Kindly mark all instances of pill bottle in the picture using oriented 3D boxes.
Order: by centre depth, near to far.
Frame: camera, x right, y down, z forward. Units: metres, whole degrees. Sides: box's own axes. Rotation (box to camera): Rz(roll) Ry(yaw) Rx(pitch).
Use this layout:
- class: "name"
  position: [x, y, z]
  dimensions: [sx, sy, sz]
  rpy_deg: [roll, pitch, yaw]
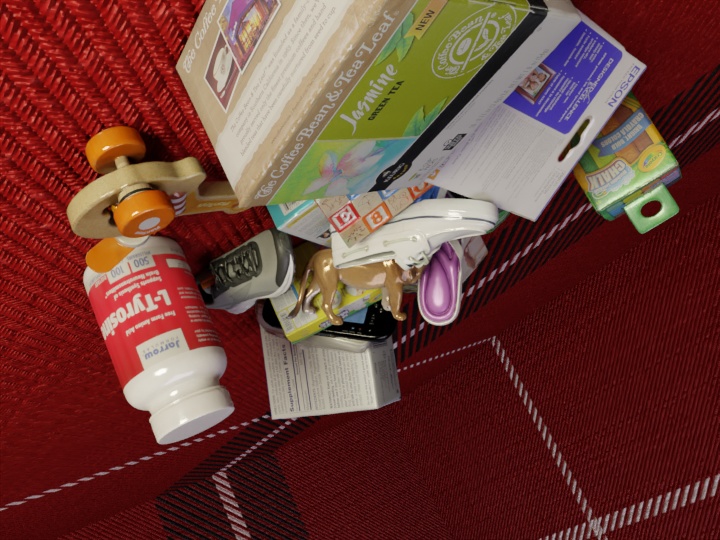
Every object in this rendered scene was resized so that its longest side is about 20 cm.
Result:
- class: "pill bottle"
  position: [-0.212, 0.075, 0.722]
  dimensions: [0.111, 0.202, 0.112]
  rpy_deg: [-25, 164, -8]

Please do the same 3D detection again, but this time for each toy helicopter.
- class: "toy helicopter"
  position: [-0.171, -0.058, 0.617]
  dimensions: [0.132, 0.079, 0.199]
  rpy_deg: [-39, 164, 36]

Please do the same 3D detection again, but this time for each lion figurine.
- class: "lion figurine"
  position: [0.000, 0.000, 0.860]
  dimensions: [0.197, 0.124, 0.073]
  rpy_deg: [-6, -162, -13]

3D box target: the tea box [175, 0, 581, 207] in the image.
- class: "tea box"
  position: [0.006, -0.161, 0.479]
  dimensions: [0.195, 0.135, 0.200]
  rpy_deg: [-12, 158, -41]

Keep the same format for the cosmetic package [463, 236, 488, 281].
- class: "cosmetic package"
  position: [0.127, -0.047, 1.046]
  dimensions: [0.087, 0.103, 0.200]
  rpy_deg: [-49, 163, 4]

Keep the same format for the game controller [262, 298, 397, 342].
- class: "game controller"
  position: [-0.041, 0.053, 0.979]
  dimensions: [0.197, 0.105, 0.043]
  rpy_deg: [6, 126, 12]

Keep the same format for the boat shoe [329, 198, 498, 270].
- class: "boat shoe"
  position: [0.056, -0.033, 0.736]
  dimensions: [0.198, 0.068, 0.073]
  rpy_deg: [-4, 169, 34]

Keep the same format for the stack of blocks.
- class: "stack of blocks"
  position: [0.034, -0.128, 0.676]
  dimensions: [0.199, 0.059, 0.115]
  rpy_deg: [-36, 141, -1]

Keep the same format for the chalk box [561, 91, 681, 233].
- class: "chalk box"
  position: [0.375, -0.154, 0.969]
  dimensions: [0.124, 0.202, 0.124]
  rpy_deg: [-34, 162, 22]

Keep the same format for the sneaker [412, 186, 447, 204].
- class: "sneaker"
  position: [0.061, -0.114, 0.792]
  dimensions: [0.089, 0.079, 0.201]
  rpy_deg: [23, 109, -37]

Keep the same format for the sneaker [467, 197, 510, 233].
- class: "sneaker"
  position: [0.179, -0.132, 0.840]
  dimensions: [0.201, 0.078, 0.085]
  rpy_deg: [-55, 170, -28]

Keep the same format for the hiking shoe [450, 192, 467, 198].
- class: "hiking shoe"
  position: [0.167, -0.137, 0.948]
  dimensions: [0.100, 0.076, 0.200]
  rpy_deg: [-41, 170, 4]

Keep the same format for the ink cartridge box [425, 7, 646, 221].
- class: "ink cartridge box"
  position: [0.162, -0.155, 0.663]
  dimensions: [0.199, 0.044, 0.199]
  rpy_deg: [12, 120, -41]

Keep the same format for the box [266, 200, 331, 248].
- class: "box"
  position: [-0.033, -0.075, 0.827]
  dimensions: [0.082, 0.050, 0.200]
  rpy_deg: [-33, 163, 15]

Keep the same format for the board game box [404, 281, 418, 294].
- class: "board game box"
  position: [0.034, 0.012, 1.037]
  dimensions: [0.197, 0.033, 0.120]
  rpy_deg: [7, 176, 18]

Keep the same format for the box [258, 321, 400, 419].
- class: "box"
  position: [-0.052, 0.138, 1.106]
  dimensions: [0.198, 0.186, 0.105]
  rpy_deg: [-11, 174, 25]

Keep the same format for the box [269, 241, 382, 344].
- class: "box"
  position: [-0.033, 0.004, 0.943]
  dimensions: [0.198, 0.118, 0.048]
  rpy_deg: [-27, 158, -1]

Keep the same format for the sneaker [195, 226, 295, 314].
- class: "sneaker"
  position: [-0.145, 0.006, 0.828]
  dimensions: [0.079, 0.075, 0.199]
  rpy_deg: [0, 158, -41]

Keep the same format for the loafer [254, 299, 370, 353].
- class: "loafer"
  position: [-0.072, 0.087, 1.029]
  dimensions: [0.070, 0.198, 0.070]
  rpy_deg: [-46, 144, -42]

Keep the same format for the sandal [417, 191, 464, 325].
- class: "sandal"
  position: [0.103, -0.028, 0.915]
  dimensions: [0.081, 0.205, 0.050]
  rpy_deg: [-10, 178, 13]
